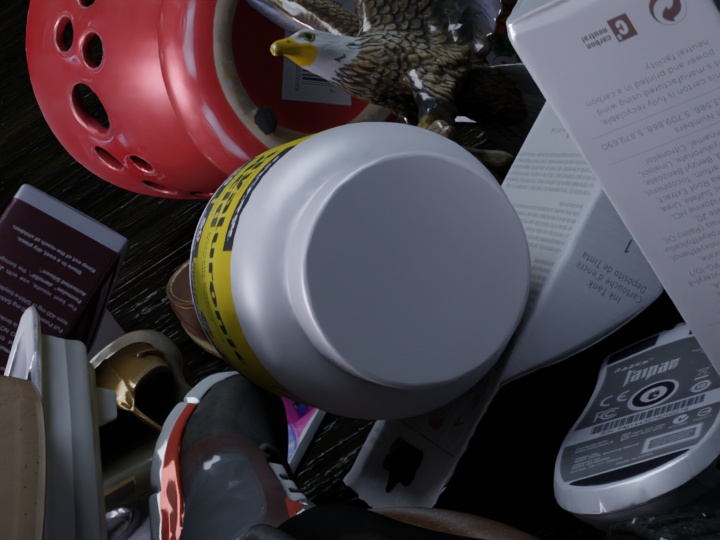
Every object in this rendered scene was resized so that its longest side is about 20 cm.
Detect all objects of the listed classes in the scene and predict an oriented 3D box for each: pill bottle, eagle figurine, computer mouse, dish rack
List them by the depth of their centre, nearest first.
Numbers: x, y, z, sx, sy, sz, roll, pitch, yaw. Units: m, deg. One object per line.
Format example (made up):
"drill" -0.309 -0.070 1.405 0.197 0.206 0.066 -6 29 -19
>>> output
"computer mouse" 0.120 0.048 0.810 0.109 0.044 0.200 -18 19 26
"pill bottle" 0.000 0.000 0.839 0.111 0.111 0.200 -37 7 -10
"dish rack" -0.126 0.130 0.852 0.200 0.043 0.172 -105 30 -58
"eagle figurine" 0.009 -0.123 1.138 0.152 0.151 0.200 -29 58 14

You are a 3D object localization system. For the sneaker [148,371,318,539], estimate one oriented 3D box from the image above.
"sneaker" -0.038 0.112 0.874 0.082 0.077 0.200 -17 35 20

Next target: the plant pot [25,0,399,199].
"plant pot" -0.079 -0.140 1.332 0.200 0.201 0.182 -42 24 -22

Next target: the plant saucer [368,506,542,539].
"plant saucer" -0.012 0.143 0.721 0.200 0.037 0.201 -17 34 12

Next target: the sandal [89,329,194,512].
"sandal" -0.112 0.060 1.041 0.080 0.054 0.200 -34 19 -2

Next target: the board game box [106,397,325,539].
"board game box" -0.122 0.125 1.027 0.200 0.026 0.200 -21 22 31

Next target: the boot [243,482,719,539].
"boot" 0.081 0.088 0.647 0.211 0.080 0.158 23 57 28

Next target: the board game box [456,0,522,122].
"board game box" 0.078 -0.140 1.188 0.035 0.126 0.200 -38 19 -20

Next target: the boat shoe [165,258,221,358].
"boat shoe" -0.050 0.002 1.130 0.072 0.068 0.200 -49 23 -18

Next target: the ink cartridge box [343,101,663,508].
"ink cartridge box" 0.070 0.018 0.888 0.200 0.050 0.161 -64 10 -1

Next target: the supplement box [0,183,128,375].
"supplement box" -0.185 0.070 1.009 0.200 0.061 0.109 -62 0 -35

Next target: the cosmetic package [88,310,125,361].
"cosmetic package" -0.220 0.086 1.192 0.113 0.081 0.200 -18 24 37

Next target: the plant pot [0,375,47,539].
"plant pot" -0.177 0.132 0.784 0.201 0.092 0.201 -170 90 -73

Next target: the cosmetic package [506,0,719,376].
"cosmetic package" 0.137 -0.034 0.733 0.074 0.200 0.102 -20 23 33
